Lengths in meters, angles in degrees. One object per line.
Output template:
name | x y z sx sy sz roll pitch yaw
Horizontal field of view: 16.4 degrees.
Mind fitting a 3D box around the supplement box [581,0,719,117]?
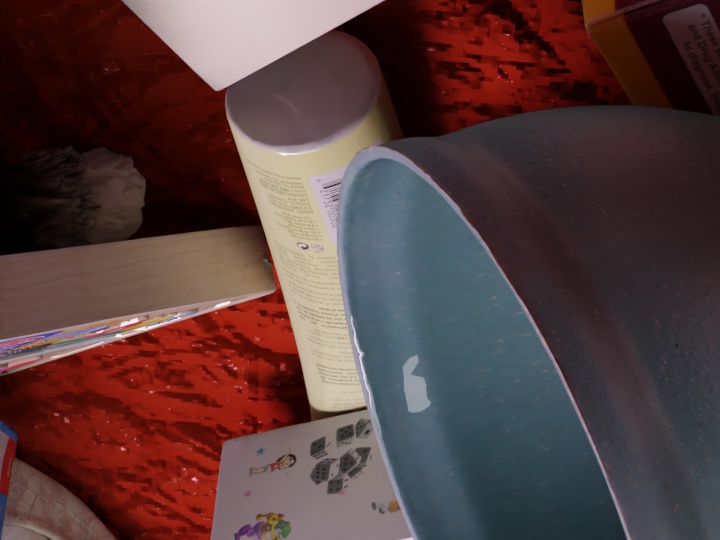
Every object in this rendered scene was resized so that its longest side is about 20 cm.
supplement box | 0.174 -0.091 0.700 0.199 0.086 0.110 -17 135 22

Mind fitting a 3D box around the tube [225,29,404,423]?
tube | 0.000 0.000 0.848 0.058 0.052 0.200 30 156 31

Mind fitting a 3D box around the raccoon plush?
raccoon plush | -0.157 -0.029 0.754 0.199 0.134 0.097 -13 98 -14

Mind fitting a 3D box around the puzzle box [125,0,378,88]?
puzzle box | -0.005 -0.139 0.688 0.200 0.025 0.133 -25 127 29

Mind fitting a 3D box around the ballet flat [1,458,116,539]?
ballet flat | -0.119 0.130 0.982 0.067 0.062 0.200 -41 126 16

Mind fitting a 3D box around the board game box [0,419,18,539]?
board game box | -0.237 0.138 0.889 0.199 0.197 0.056 5 168 5

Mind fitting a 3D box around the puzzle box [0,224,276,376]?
puzzle box | -0.123 0.019 0.795 0.133 0.026 0.200 -17 177 22

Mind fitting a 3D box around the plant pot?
plant pot | 0.094 0.041 0.667 0.134 0.201 0.201 -20 141 -14

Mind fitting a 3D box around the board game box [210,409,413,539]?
board game box | 0.066 0.107 0.911 0.199 0.064 0.148 -13 138 21

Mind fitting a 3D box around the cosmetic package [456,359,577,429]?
cosmetic package | 0.125 0.009 0.795 0.199 0.083 0.051 -10 138 1
